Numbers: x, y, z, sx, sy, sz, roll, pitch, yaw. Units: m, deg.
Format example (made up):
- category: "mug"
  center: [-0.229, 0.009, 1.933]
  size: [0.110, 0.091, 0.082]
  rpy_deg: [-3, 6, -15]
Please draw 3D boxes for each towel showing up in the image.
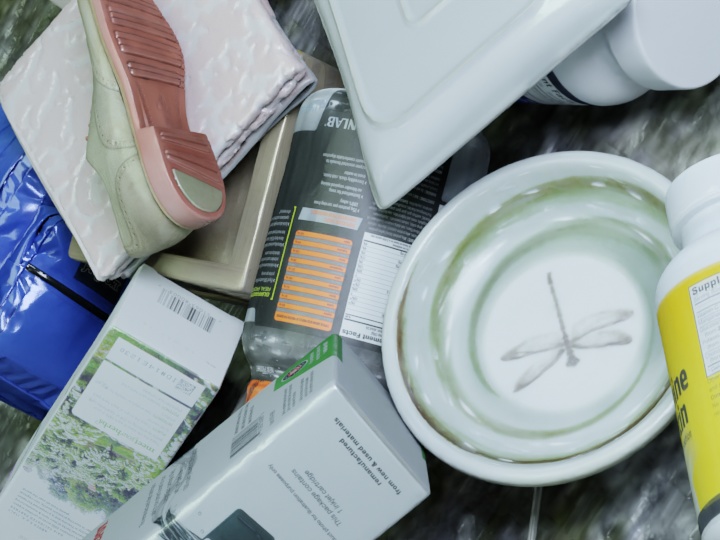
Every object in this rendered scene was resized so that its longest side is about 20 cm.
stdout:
- category: "towel"
  center: [-0.135, -0.121, 1.393]
  size: [0.200, 0.032, 0.191]
  rpy_deg: [-45, 56, 19]

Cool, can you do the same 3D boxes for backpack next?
- category: "backpack"
  center: [-0.231, -0.008, 1.552]
  size: [0.168, 0.163, 0.200]
  rpy_deg: [20, 77, 40]

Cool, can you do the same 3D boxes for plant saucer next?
- category: "plant saucer"
  center: [0.111, 0.031, 1.213]
  size: [0.200, 0.050, 0.200]
  rpy_deg: [-11, 61, 21]

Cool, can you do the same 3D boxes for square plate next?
- category: "square plate"
  center: [0.048, -0.167, 1.227]
  size: [0.200, 0.028, 0.198]
  rpy_deg: [-40, 50, 30]

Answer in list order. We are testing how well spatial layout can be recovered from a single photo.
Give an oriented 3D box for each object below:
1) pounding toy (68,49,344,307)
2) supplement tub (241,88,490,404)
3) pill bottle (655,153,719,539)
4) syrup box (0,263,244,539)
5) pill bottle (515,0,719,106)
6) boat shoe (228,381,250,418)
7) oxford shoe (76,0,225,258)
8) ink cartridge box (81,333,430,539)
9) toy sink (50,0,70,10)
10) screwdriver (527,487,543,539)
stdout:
- category: "pounding toy"
  center: [-0.088, -0.073, 1.455]
  size: [0.200, 0.142, 0.184]
  rpy_deg: [10, 83, 38]
- category: "supplement tub"
  center: [0.000, 0.000, 1.318]
  size: [0.122, 0.122, 0.200]
  rpy_deg: [7, 80, 49]
- category: "pill bottle"
  center: [0.208, 0.044, 1.080]
  size: [0.112, 0.112, 0.200]
  rpy_deg: [-31, 54, 36]
- category: "syrup box"
  center: [-0.160, 0.103, 1.386]
  size: [0.200, 0.079, 0.081]
  rpy_deg: [-55, 9, 30]
- category: "pill bottle"
  center: [0.116, -0.153, 1.258]
  size: [0.200, 0.116, 0.116]
  rpy_deg: [7, 80, 48]
- category: "boat shoe"
  center: [-0.106, 0.153, 1.347]
  size: [0.202, 0.060, 0.072]
  rpy_deg: [-47, -6, -25]
- category: "oxford shoe"
  center: [-0.148, -0.102, 1.335]
  size: [0.074, 0.071, 0.200]
  rpy_deg: [-33, 60, 29]
- category: "ink cartridge box"
  center: [-0.065, 0.137, 1.191]
  size: [0.200, 0.083, 0.147]
  rpy_deg: [-39, 8, 6]
- category: "toy sink"
  center: [-0.169, -0.256, 1.531]
  size: [0.130, 0.200, 0.112]
  rpy_deg: [-34, 34, 35]
- category: "screwdriver"
  center: [0.095, 0.135, 1.227]
  size: [0.029, 0.028, 0.200]
  rpy_deg: [9, 75, 20]
